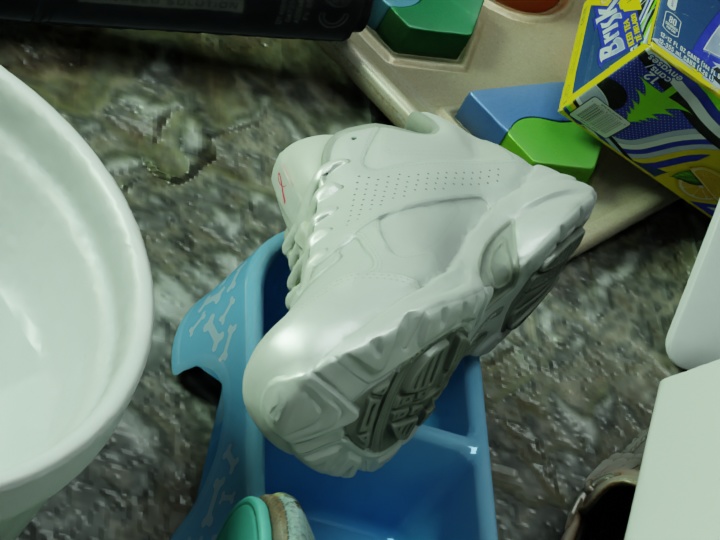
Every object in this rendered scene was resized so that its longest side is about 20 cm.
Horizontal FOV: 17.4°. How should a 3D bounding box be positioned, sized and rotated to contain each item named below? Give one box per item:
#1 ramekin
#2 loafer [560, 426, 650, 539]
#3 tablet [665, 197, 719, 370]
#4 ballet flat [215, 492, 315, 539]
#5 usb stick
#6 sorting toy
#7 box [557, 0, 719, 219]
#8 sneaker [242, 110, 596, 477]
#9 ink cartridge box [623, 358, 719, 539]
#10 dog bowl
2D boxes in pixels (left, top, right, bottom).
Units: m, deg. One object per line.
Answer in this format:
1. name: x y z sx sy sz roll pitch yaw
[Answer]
1. ramekin: -0.171 0.018 0.701 0.200 0.105 0.201 19 42 -17
2. loafer: 0.099 0.104 0.817 0.072 0.063 0.200 1 34 24
3. tablet: 0.235 0.006 0.993 0.199 0.130 0.014 18 7 -19
4. ballet flat: -0.024 0.161 0.682 0.074 0.074 0.200 21 54 -16
5. usb stick: -0.087 -0.121 0.930 0.199 0.056 0.033 1 26 -25
6. sorting toy: 0.075 -0.097 1.047 0.185 0.037 0.200 47 40 16
7. box: 0.184 -0.054 1.019 0.200 0.064 0.070 33 50 -21
8. sneaker: 0.000 0.000 0.797 0.099 0.078 0.200 35 29 12
9. ink cartridge box: 0.172 0.134 0.725 0.147 0.144 0.200 36 53 -27
10. dog bowl: -0.006 0.064 0.813 0.111 0.050 0.200 18 42 -19
